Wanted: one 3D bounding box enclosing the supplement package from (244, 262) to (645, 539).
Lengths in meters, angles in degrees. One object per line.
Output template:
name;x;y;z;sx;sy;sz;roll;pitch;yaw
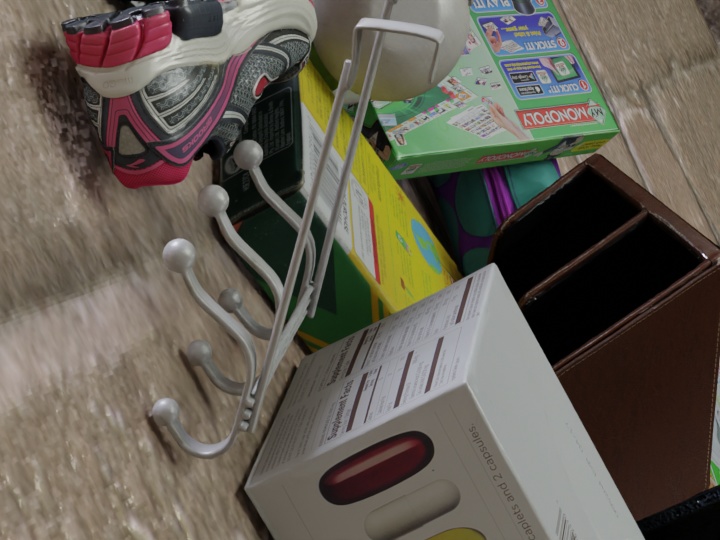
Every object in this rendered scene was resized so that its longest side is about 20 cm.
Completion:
supplement package;0.053;0.128;1.123;0.201;0.110;0.156;60;16;-12

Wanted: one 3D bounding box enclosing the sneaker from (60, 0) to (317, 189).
sneaker;-0.075;-0.085;1.121;0.200;0.080;0.075;-28;108;-67

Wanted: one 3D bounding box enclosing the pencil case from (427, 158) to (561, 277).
pencil case;0.093;-0.025;1.525;0.093;0.084;0.201;65;7;-63

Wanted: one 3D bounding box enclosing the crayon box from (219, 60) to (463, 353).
crayon box;0.000;0.000;1.255;0.200;0.051;0.127;53;19;-32

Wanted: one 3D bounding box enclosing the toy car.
toy car;0.008;-0.184;1.311;0.150;0.200;0.175;45;-6;-12

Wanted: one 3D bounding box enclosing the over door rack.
over door rack;-0.026;-0.039;1.027;0.066;0.201;0.148;27;22;-1

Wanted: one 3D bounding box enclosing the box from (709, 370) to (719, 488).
box;0.181;0.114;1.580;0.176;0.096;0.201;43;26;-47

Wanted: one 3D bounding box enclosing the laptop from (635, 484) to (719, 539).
laptop;0.179;0.208;1.281;0.201;0.176;0.103;63;16;-5

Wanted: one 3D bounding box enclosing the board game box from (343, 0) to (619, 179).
board game box;0.054;-0.124;1.479;0.199;0.029;0.135;-9;68;-45

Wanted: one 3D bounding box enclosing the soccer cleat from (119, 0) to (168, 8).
soccer cleat;-0.117;-0.187;1.147;0.200;0.068;0.074;43;20;-48

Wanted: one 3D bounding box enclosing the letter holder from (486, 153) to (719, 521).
letter holder;0.109;0.066;1.346;0.100;0.142;0.201;41;-27;32
